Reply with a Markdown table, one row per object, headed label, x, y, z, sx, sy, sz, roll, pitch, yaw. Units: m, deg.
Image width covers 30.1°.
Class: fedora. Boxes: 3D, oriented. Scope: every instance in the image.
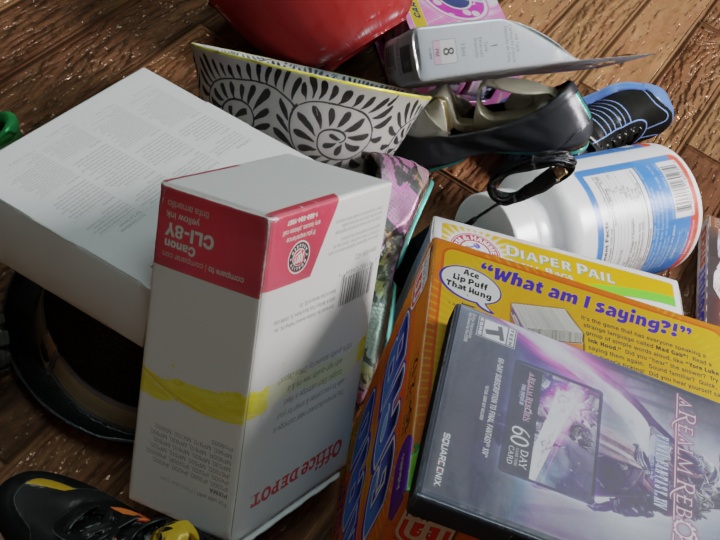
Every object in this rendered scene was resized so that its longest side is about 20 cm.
| label | x | y | z | sx | sy | sz | roll | pitch | yaw |
| --- | --- | --- | --- | --- | --- | --- | --- | --- | --- |
| fedora | -0.149 | 0.019 | 0.915 | 0.198 | 0.092 | 0.202 | 13 | 42 | -12 |

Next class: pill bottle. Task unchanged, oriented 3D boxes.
| label | x | y | z | sx | sy | sz | roll | pitch | yaw |
| --- | --- | --- | --- | --- | --- | --- | --- | --- | --- |
| pill bottle | 0.176 | -0.038 | 1.104 | 0.198 | 0.113 | 0.113 | -12 | 51 | -32 |

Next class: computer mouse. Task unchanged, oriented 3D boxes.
| label | x | y | z | sx | sy | sz | roll | pitch | yaw |
| --- | --- | --- | --- | --- | --- | --- | --- | --- | --- |
| computer mouse | 0.090 | -0.029 | 1.000 | 0.058 | 0.200 | 0.034 | 15 | 55 | -28 |

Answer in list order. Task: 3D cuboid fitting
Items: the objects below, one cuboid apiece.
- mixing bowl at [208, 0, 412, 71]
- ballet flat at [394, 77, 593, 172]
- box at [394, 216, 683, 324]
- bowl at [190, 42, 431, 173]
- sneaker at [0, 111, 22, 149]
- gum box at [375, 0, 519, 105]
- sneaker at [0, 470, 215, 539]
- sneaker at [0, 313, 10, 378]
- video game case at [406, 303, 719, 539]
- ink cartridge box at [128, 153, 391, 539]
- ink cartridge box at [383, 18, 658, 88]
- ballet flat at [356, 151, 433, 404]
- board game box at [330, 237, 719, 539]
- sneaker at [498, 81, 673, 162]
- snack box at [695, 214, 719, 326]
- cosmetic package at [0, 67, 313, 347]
| label | x | y | z | sx | sy | sz | roll | pitch | yaw |
| --- | --- | --- | --- | --- | --- | --- | --- | --- | --- |
| mixing bowl | -0.026 | -0.245 | 1.197 | 0.200 | 0.199 | 0.109 | -37 | 98 | -44 |
| ballet flat | 0.095 | -0.126 | 1.124 | 0.197 | 0.074 | 0.073 | -5 | 37 | 20 |
| box | 0.127 | 0.055 | 0.985 | 0.197 | 0.113 | 0.102 | 14 | 42 | -7 |
| bowl | -0.048 | -0.115 | 1.076 | 0.198 | 0.096 | 0.201 | 13 | 10 | -2 |
| sneaker | -0.339 | -0.105 | 0.969 | 0.197 | 0.084 | 0.075 | 6 | 44 | -17 |
| gum box | 0.075 | -0.237 | 1.299 | 0.112 | 0.067 | 0.202 | 3 | 45 | -21 |
| sneaker | -0.125 | 0.163 | 0.778 | 0.199 | 0.091 | 0.070 | 33 | 42 | 11 |
| sneaker | -0.311 | 0.000 | 0.877 | 0.085 | 0.079 | 0.200 | -21 | 58 | -37 |
| video game case | 0.130 | 0.103 | 0.705 | 0.198 | 0.019 | 0.144 | 20 | 42 | -2 |
| ink cartridge box | -0.061 | 0.042 | 0.820 | 0.082 | 0.203 | 0.145 | 16 | 18 | 25 |
| ink cartridge box | 0.128 | -0.187 | 1.128 | 0.197 | 0.058 | 0.163 | -11 | 6 | -6 |
| ballet flat | 0.000 | 0.000 | 0.991 | 0.070 | 0.069 | 0.202 | 21 | 64 | -11 |
| board game box | 0.098 | 0.142 | 0.815 | 0.197 | 0.201 | 0.201 | 17 | 42 | -6 |
| sneaker | 0.216 | -0.123 | 1.248 | 0.197 | 0.071 | 0.079 | -8 | 53 | -22 |
| snack box | 0.328 | 0.031 | 1.163 | 0.071 | 0.024 | 0.201 | 22 | 41 | -3 |
| cosmetic package | -0.143 | -0.049 | 0.882 | 0.149 | 0.052 | 0.200 | 27 | 37 | 15 |
